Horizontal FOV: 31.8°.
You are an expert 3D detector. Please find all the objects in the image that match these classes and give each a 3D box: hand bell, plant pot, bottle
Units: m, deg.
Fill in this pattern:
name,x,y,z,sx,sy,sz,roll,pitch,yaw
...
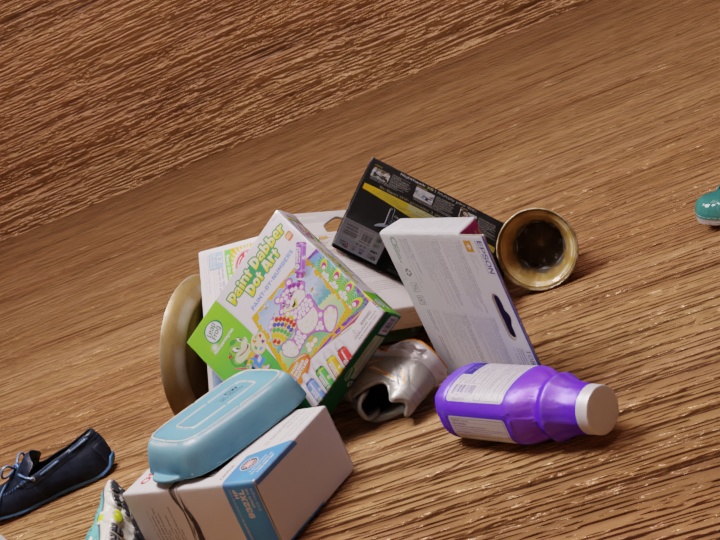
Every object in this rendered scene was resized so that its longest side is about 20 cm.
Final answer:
name,x,y,z,sx,sy,sz,roll,pitch,yaw
hand bell,0.245,-0.045,1.671,0.103,0.105,0.200,-19,6,17
plant pot,-0.191,0.105,1.607,0.027,0.202,0.200,-3,24,23
bottle,0.164,0.132,1.244,0.083,0.066,0.199,-37,20,-34

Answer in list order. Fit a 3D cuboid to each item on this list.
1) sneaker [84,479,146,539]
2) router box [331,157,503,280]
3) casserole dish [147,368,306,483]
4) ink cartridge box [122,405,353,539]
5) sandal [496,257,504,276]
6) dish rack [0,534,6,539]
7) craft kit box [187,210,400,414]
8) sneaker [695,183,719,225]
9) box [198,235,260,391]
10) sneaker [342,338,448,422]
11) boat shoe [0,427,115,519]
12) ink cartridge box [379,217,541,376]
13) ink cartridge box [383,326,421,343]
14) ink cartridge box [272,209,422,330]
name,x,y,z,sx,sy,sz,roll,pitch,yaw
sneaker,-0.279,0.293,1.377,0.079,0.078,0.200,-37,13,6
router box,0.076,-0.046,1.606,0.052,0.198,0.158,-62,2,35
casserole dish,-0.148,0.159,1.358,0.199,0.039,0.120,-34,19,-37
ink cartridge box,-0.131,0.224,1.347,0.199,0.084,0.145,-12,20,37
sandal,0.157,-0.004,1.695,0.075,0.048,0.201,-23,17,5
dish rack,-0.449,0.377,1.405,0.171,0.044,0.199,-31,18,-23
craft kit box,-0.081,0.068,1.462,0.201,0.197,0.048,-55,-32,12
sneaker,0.491,-0.119,1.511,0.198,0.081,0.071,-20,17,17
box,-0.123,0.067,1.573,0.112,0.202,0.101,-14,-14,31
sneaker,0.005,0.133,1.461,0.199,0.076,0.092,-13,31,49
boat shoe,-0.423,0.264,1.668,0.198,0.069,0.084,-26,16,-3
ink cartridge box,0.124,0.036,1.361,0.043,0.198,0.199,-34,19,-26
ink cartridge box,0.034,0.052,1.680,0.103,0.060,0.200,-13,20,32
ink cartridge box,0.000,0.000,1.582,0.199,0.177,0.045,-6,-42,-40
